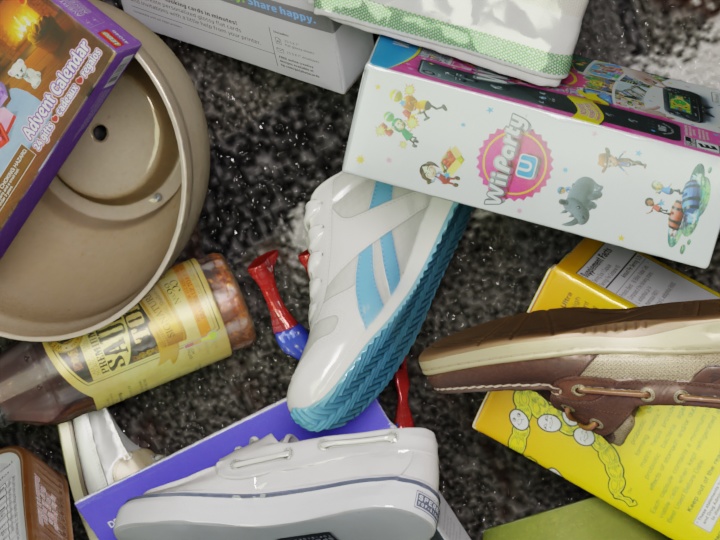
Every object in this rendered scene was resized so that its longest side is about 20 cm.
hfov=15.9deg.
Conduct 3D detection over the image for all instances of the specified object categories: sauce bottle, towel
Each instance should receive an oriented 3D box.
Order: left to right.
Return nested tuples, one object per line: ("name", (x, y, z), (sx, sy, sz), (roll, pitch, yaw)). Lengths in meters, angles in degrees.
("sauce bottle", (-0.162, 0.053, 1.525), (0.199, 0.066, 0.066), (-24, 96, -9))
("towel", (0.062, -0.209, 1.332), (0.149, 0.031, 0.201), (18, 112, 10))

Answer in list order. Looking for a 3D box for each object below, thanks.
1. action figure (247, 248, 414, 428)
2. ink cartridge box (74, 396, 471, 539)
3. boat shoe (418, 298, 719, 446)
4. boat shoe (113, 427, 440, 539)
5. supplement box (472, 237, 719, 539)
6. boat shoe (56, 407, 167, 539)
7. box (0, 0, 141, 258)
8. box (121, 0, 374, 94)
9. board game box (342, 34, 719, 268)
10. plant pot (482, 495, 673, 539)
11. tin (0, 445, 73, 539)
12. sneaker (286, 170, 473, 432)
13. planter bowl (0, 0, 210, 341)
("action figure", (-0.004, 0.078, 1.534), (0.065, 0.052, 0.201), (-14, 103, 26))
("ink cartridge box", (-0.039, 0.180, 1.522), (0.198, 0.043, 0.200), (-27, 112, 13))
("boat shoe", (0.130, 0.059, 1.357), (0.199, 0.072, 0.072), (-6, 100, 13))
("boat shoe", (-0.045, 0.126, 1.456), (0.199, 0.074, 0.066), (-5, 57, 21))
("supplement box", (0.182, 0.077, 1.439), (0.200, 0.109, 0.110), (29, 110, 10))
("boat shoe", (-0.142, 0.139, 1.588), (0.068, 0.075, 0.201), (-15, 94, -3))
("box", (-0.230, -0.087, 1.426), (0.137, 0.039, 0.200), (38, 112, 7))
("box", (-0.077, -0.200, 1.420), (0.155, 0.041, 0.200), (20, 144, 24))
("board game box", (0.098, -0.075, 1.388), (0.199, 0.148, 0.065), (14, 108, 1))
("plant pot", (0.141, 0.232, 1.468), (0.187, 0.187, 0.201), (-20, 83, 21))
("tin", (-0.224, 0.179, 1.553), (0.112, 0.200, 0.042), (-39, 116, 9))
("sneaker", (0.000, 0.000, 1.459), (0.081, 0.077, 0.200), (22, 65, 11))
("planter bowl", (-0.171, -0.073, 1.504), (0.199, 0.135, 0.201), (4, 105, 17))
